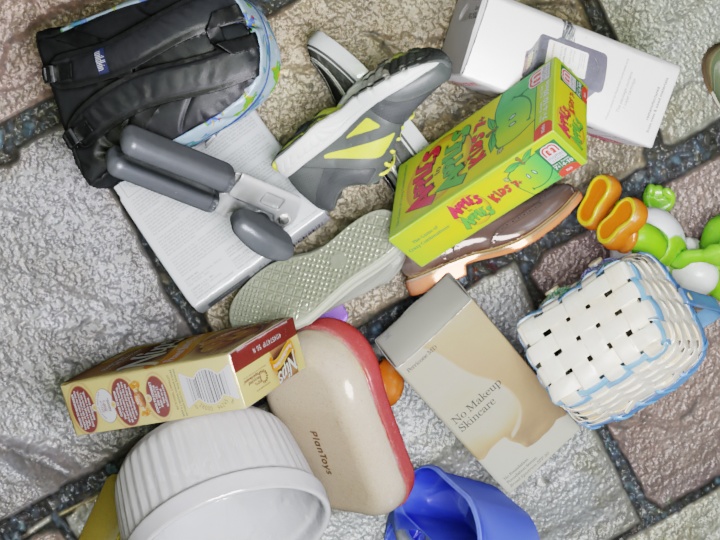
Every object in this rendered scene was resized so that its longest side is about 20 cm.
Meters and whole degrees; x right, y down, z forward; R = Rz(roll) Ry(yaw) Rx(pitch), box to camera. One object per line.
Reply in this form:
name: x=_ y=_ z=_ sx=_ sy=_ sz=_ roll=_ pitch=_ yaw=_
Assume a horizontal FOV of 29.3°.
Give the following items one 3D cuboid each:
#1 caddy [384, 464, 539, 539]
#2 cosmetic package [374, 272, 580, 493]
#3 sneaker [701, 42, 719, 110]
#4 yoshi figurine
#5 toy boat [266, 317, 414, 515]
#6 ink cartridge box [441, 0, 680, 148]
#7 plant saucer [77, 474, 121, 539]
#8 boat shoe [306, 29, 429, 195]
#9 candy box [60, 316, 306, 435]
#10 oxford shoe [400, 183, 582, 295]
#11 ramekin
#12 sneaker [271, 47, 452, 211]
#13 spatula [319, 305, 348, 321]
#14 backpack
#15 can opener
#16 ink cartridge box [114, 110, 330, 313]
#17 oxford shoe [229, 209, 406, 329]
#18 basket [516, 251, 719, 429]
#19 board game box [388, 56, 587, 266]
caddy: x=0.086 y=0.275 z=1.339 sx=0.104 sy=0.200 sz=0.143 roll=16 pitch=96 yaw=-24
cosmetic package: x=0.116 y=0.112 z=1.354 sx=0.105 sy=0.071 sz=0.200 roll=-43 pitch=117 yaw=1
sneaker: x=0.426 y=-0.147 z=1.387 sx=0.067 sy=0.090 sz=0.201 roll=-37 pitch=100 yaw=-2
yoshi figurine: x=0.323 y=-0.038 z=1.375 sx=0.198 sy=0.111 sz=0.114 roll=24 pitch=66 yaw=-29
toy boat: x=-0.004 y=0.132 z=1.352 sx=0.131 sy=0.129 sz=0.202 roll=-43 pitch=124 yaw=-41
ink cartridge box: x=0.183 y=-0.192 z=1.320 sx=0.198 sy=0.145 sz=0.085 roll=20 pitch=95 yaw=-9
plant saucer: x=-0.204 y=0.336 z=1.375 sx=0.198 sy=0.048 sz=0.202 roll=26 pitch=93 yaw=-10
boat shoe: x=0.007 y=-0.142 z=1.339 sx=0.064 sy=0.071 sz=0.200 roll=-42 pitch=102 yaw=-3
candy box: x=-0.164 y=0.098 z=1.273 sx=0.198 sy=0.115 sz=0.056 roll=-11 pitch=99 yaw=29
oxford shoe: x=0.125 y=-0.048 z=1.368 sx=0.198 sy=0.071 sz=0.074 roll=-26 pitch=94 yaw=-4
ramekin: x=-0.136 y=0.213 z=1.285 sx=0.198 sy=0.201 sz=0.106 roll=-23 pitch=57 yaw=-5
sneaker: x=0.013 y=-0.131 z=1.281 sx=0.199 sy=0.075 sz=0.085 roll=-33 pitch=107 yaw=24
spatula: x=0.000 y=0.000 z=1.360 sx=0.200 sy=0.021 sz=0.057 roll=-43 pitch=79 yaw=14
backpack: x=-0.173 y=-0.185 z=1.274 sx=0.198 sy=0.153 sz=0.165 roll=-26 pitch=81 yaw=23
can opener: x=-0.136 y=-0.072 z=1.249 sx=0.198 sy=0.067 sz=0.053 roll=24 pitch=122 yaw=-31
ink cartridge box: x=-0.149 y=-0.087 z=1.347 sx=0.162 sy=0.057 sz=0.201 roll=-36 pitch=79 yaw=-2
oxford shoe: x=-0.035 y=0.011 z=1.326 sx=0.198 sy=0.058 sz=0.076 roll=-30 pitch=65 yaw=10
basket: x=0.251 y=0.065 z=1.321 sx=0.175 sy=0.199 sz=0.140 roll=-33 pitch=64 yaw=18
board game box: x=0.114 y=-0.096 z=1.242 sx=0.047 sy=0.102 sz=0.199 roll=36 pitch=130 yaw=-26
